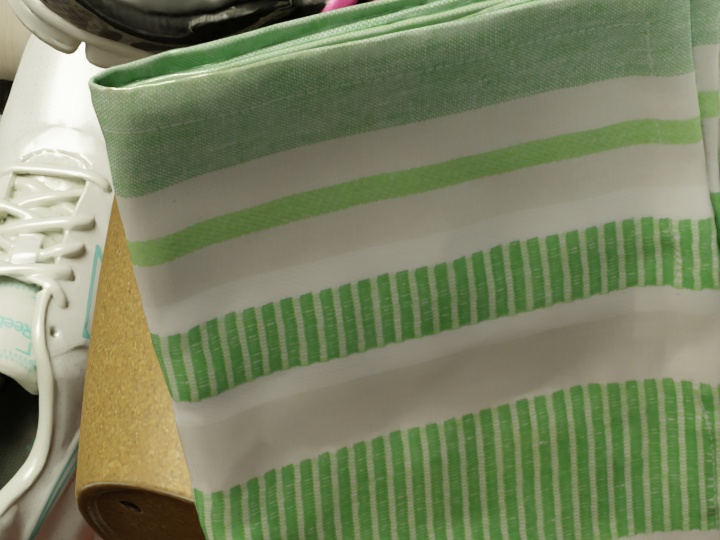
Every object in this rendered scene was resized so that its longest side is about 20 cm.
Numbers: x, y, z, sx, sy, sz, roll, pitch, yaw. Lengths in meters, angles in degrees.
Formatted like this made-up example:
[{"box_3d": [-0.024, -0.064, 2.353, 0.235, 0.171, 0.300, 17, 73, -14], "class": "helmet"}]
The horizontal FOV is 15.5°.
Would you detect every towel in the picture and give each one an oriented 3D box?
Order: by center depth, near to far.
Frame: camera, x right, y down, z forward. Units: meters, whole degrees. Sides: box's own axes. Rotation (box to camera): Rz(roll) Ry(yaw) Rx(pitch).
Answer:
[{"box_3d": [0.026, 0.019, 0.663, 0.152, 0.201, 0.023, -14, 37, -5], "class": "towel"}]

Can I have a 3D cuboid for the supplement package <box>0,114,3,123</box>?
[{"box_3d": [-0.189, 0.035, 0.974, 0.200, 0.147, 0.192, 18, 79, 45], "class": "supplement package"}]

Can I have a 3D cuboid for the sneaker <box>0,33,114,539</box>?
[{"box_3d": [-0.096, 0.006, 0.837, 0.070, 0.080, 0.201, 6, 85, 16], "class": "sneaker"}]

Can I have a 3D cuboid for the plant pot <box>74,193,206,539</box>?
[{"box_3d": [0.000, 0.000, 0.783, 0.186, 0.186, 0.201, 1, 58, 41], "class": "plant pot"}]

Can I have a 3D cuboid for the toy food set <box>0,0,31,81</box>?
[{"box_3d": [-0.170, -0.116, 0.996, 0.143, 0.200, 0.061, 8, 101, 4], "class": "toy food set"}]

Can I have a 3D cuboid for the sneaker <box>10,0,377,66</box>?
[{"box_3d": [-0.005, -0.075, 0.671, 0.199, 0.087, 0.074, 16, 77, 10], "class": "sneaker"}]
